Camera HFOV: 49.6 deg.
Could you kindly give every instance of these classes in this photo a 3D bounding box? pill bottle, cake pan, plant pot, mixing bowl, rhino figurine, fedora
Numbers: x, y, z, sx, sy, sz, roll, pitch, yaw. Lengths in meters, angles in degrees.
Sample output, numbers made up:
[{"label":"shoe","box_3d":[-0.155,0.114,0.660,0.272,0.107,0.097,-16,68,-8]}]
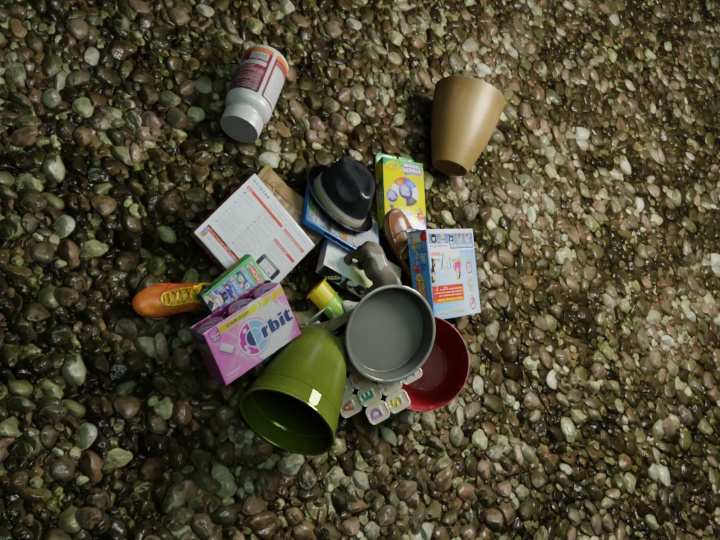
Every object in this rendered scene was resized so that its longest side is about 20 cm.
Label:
[{"label":"pill bottle","box_3d":[-0.238,-0.393,1.739,0.108,0.109,0.203,25,63,-16]},{"label":"cake pan","box_3d":[0.057,0.126,1.590,0.196,0.037,0.205,-4,101,-19]},{"label":"plant pot","box_3d":[0.248,-0.347,1.940,0.183,0.186,0.204,22,76,-18]},{"label":"mixing bowl","box_3d":[0.136,0.203,1.692,0.195,0.108,0.205,-1,80,6]},{"label":"plant pot","box_3d":[-0.112,0.224,1.547,0.199,0.200,0.195,35,48,-11]},{"label":"rhino figurine","box_3d":[0.048,0.027,1.658,0.059,0.087,0.202,-22,74,-46]},{"label":"fedora","box_3d":[-0.026,-0.184,1.736,0.198,0.092,0.202,31,31,-21]}]

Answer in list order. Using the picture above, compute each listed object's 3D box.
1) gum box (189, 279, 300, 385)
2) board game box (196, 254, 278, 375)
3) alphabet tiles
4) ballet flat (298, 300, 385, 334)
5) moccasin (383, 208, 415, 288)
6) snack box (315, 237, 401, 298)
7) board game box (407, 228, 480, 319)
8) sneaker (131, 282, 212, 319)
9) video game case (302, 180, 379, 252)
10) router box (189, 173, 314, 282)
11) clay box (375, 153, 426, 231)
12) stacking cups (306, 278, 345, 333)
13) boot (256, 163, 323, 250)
[{"label":"gum box","box_3d":[-0.217,0.115,1.514,0.199,0.066,0.115,-34,114,-30]},{"label":"board game box","box_3d":[-0.224,0.089,1.567,0.134,0.029,0.202,-41,117,-27]},{"label":"alphabet tiles","box_3d":[0.023,0.213,1.643,0.193,0.015,0.203,-27,78,2]},{"label":"ballet flat","box_3d":[-0.043,0.101,1.635,0.197,0.071,0.072,-24,80,10]},{"label":"moccasin","box_3d":[0.111,-0.045,1.781,0.072,0.077,0.205,-21,98,-21]},{"label":"snack box","box_3d":[0.000,0.000,1.734,0.198,0.037,0.118,30,44,-18]},{"label":"board game box","box_3d":[0.192,0.007,1.776,0.198,0.055,0.201,-3,88,-51]},{"label":"sneaker","box_3d":[-0.352,0.049,1.542,0.196,0.077,0.075,-8,77,-27]},{"label":"video game case","box_3d":[-0.040,-0.105,1.740,0.198,0.018,0.145,31,35,-23]},{"label":"router box","box_3d":[-0.222,-0.064,1.617,0.180,0.049,0.201,-45,107,-18]},{"label":"clay box","box_3d":[0.095,-0.189,1.868,0.113,0.047,0.205,6,71,-25]},{"label":"stacking cups","box_3d":[-0.030,0.109,1.690,0.200,0.060,0.061,47,59,-4]},{"label":"boot","box_3d":[-0.172,-0.116,1.699,0.199,0.066,0.176,41,59,-9]}]
